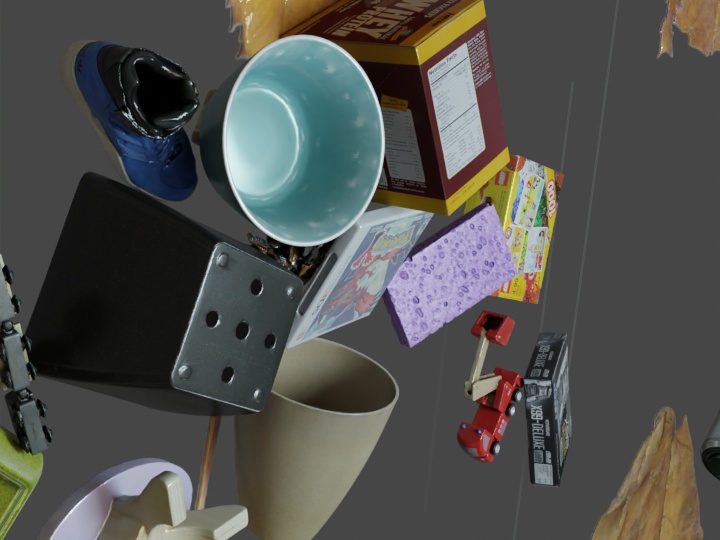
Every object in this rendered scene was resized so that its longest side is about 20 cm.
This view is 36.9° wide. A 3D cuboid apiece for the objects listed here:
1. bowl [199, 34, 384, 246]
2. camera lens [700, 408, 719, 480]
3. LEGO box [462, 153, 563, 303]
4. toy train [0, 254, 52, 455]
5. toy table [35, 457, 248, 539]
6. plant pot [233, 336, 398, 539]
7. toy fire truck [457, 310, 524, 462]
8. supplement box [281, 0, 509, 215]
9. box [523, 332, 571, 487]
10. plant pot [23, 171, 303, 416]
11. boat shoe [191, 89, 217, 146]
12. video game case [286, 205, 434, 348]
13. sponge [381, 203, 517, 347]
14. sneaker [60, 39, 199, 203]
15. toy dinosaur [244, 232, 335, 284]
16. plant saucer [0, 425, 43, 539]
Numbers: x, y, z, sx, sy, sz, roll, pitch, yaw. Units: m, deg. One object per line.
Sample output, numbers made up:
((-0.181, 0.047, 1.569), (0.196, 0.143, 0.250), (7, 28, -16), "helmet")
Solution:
((-0.083, -0.128, 1.080), (0.199, 0.104, 0.203), (-5, 97, -41), "bowl")
((0.896, 0.393, 2.511), (0.200, 0.159, 0.161), (-52, 135, -30), "camera lens")
((0.217, -0.062, 1.591), (0.148, 0.077, 0.202), (10, 92, -53), "LEGO box")
((-0.317, 0.074, 0.975), (0.034, 0.046, 0.202), (-21, 117, -30), "toy train")
((-0.219, 0.279, 1.099), (0.200, 0.116, 0.186), (-40, 129, -40), "toy table")
((-0.071, 0.204, 1.237), (0.186, 0.186, 0.202), (-7, 119, -50), "plant pot")
((0.194, 0.179, 1.650), (0.141, 0.048, 0.201), (44, 66, -47), "toy fire truck")
((0.042, -0.195, 1.236), (0.133, 0.196, 0.202), (-40, 129, -37), "supplement box")
((0.310, 0.227, 1.772), (0.158, 0.049, 0.202), (-52, 139, -59), "box")
((-0.175, 0.040, 1.041), (0.199, 0.176, 0.202), (27, 78, -50), "plant pot")
((-0.097, -0.142, 1.180), (0.199, 0.072, 0.066), (17, 87, -47), "boat shoe")
((0.000, 0.000, 1.281), (0.199, 0.023, 0.183), (-20, 146, -59), "video game case")
((0.118, 0.005, 1.458), (0.199, 0.030, 0.112), (-32, 111, -22), "sponge")
((-0.191, -0.133, 1.026), (0.077, 0.110, 0.201), (-55, 137, -27), "sneaker")
((-0.085, -0.024, 1.225), (0.200, 0.101, 0.137), (-54, 166, -47), "toy dinosaur")
((-0.378, 0.213, 0.933), (0.200, 0.048, 0.201), (50, 61, -45), "plant saucer")
